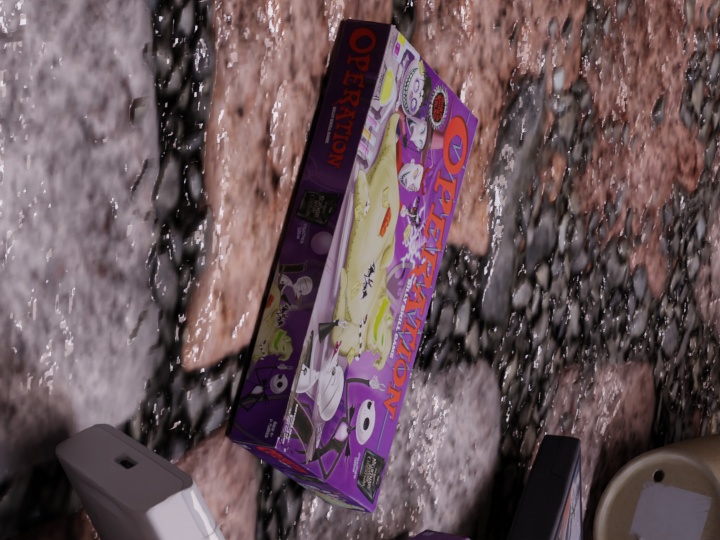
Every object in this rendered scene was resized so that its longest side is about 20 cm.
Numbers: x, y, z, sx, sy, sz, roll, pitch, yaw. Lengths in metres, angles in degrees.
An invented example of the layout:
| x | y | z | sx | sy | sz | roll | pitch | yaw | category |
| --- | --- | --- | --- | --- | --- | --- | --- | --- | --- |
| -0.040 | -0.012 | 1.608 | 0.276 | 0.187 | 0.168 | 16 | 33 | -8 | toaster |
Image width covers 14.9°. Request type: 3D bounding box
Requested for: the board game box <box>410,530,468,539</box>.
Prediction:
| x | y | z | sx | sy | sz | roll | pitch | yaw | category |
| --- | --- | --- | --- | --- | --- | --- | --- | --- | --- |
| -0.002 | 0.204 | 1.299 | 0.200 | 0.032 | 0.120 | -18 | 118 | -64 | board game box |

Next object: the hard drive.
| x | y | z | sx | sy | sz | roll | pitch | yaw | category |
| --- | --- | --- | --- | --- | --- | --- | --- | --- | --- |
| -0.045 | 0.157 | 1.030 | 0.027 | 0.132 | 0.200 | -29 | 105 | -15 | hard drive |

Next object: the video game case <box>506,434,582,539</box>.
| x | y | z | sx | sy | sz | roll | pitch | yaw | category |
| --- | --- | --- | --- | --- | --- | --- | --- | --- | --- |
| 0.090 | 0.219 | 1.464 | 0.200 | 0.025 | 0.181 | -66 | 157 | -50 | video game case |

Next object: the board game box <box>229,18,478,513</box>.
| x | y | z | sx | sy | sz | roll | pitch | yaw | category |
| --- | --- | --- | --- | --- | --- | --- | --- | --- | --- |
| 0.000 | 0.000 | 1.258 | 0.120 | 0.032 | 0.200 | 44 | 58 | -65 | board game box |

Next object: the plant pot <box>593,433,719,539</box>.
| x | y | z | sx | sy | sz | roll | pitch | yaw | category |
| --- | --- | --- | --- | --- | --- | --- | --- | --- | --- |
| 0.232 | 0.170 | 1.652 | 0.200 | 0.187 | 0.188 | 23 | 76 | -50 | plant pot |
